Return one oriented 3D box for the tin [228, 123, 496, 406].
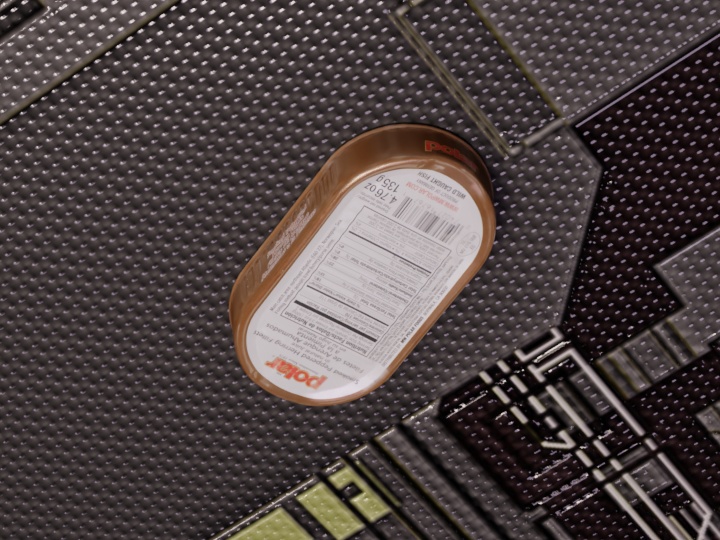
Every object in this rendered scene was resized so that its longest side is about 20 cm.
[{"bbox_3d":[0.000,0.000,1.464,0.111,0.042,0.200,28,118,-19],"label":"tin"}]
